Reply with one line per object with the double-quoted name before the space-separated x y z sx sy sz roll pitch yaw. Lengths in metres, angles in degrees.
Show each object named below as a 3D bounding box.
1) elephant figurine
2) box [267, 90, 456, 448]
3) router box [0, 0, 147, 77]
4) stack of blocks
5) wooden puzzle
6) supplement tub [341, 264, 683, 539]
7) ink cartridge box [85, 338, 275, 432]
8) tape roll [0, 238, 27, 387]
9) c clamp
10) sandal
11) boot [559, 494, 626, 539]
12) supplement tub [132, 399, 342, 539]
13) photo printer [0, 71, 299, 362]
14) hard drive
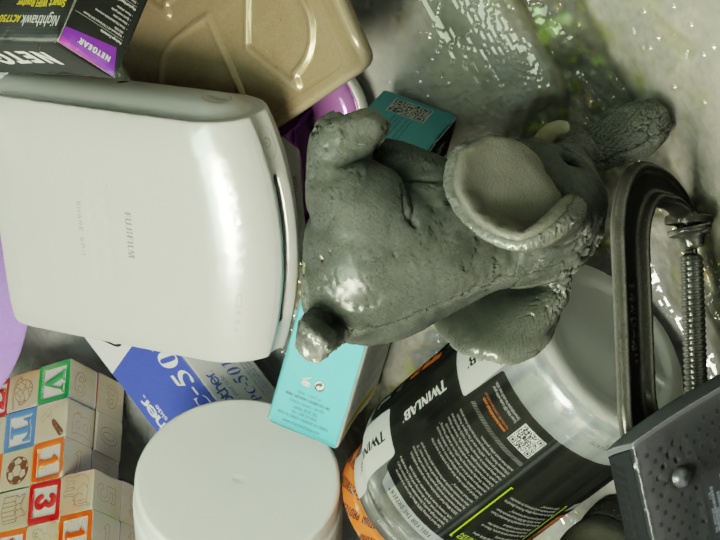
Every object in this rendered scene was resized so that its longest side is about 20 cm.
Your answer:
"elephant figurine" 0.071 -0.025 1.196 0.199 0.142 0.156 2 88 2
"box" 0.000 0.000 1.348 0.049 0.082 0.201 21 117 9
"router box" -0.190 -0.194 1.350 0.200 0.051 0.150 7 72 50
"stack of blocks" -0.204 0.166 1.506 0.115 0.059 0.201 -16 59 31
"wooden puzzle" -0.081 -0.170 1.361 0.200 0.046 0.186 -31 78 43
"supplement tub" 0.084 0.094 1.313 0.123 0.122 0.200 52 127 6
"ink cartridge box" -0.142 0.033 1.478 0.200 0.044 0.094 51 146 7
"tape roll" -0.307 -0.003 1.542 0.200 0.065 0.201 7 99 47
"c clamp" 0.173 0.040 1.231 0.027 0.171 0.201 -3 92 32
"sandal" -0.055 -0.044 1.399 0.082 0.050 0.203 41 126 14
"boot" 0.180 0.213 1.287 0.199 0.130 0.068 27 122 23
"supplement tub" -0.076 0.192 1.421 0.132 0.132 0.201 28 142 23
"photo printer" -0.127 -0.032 1.356 0.199 0.069 0.167 10 115 30
"hard drive" 0.217 0.110 1.187 0.042 0.199 0.136 6 113 55
